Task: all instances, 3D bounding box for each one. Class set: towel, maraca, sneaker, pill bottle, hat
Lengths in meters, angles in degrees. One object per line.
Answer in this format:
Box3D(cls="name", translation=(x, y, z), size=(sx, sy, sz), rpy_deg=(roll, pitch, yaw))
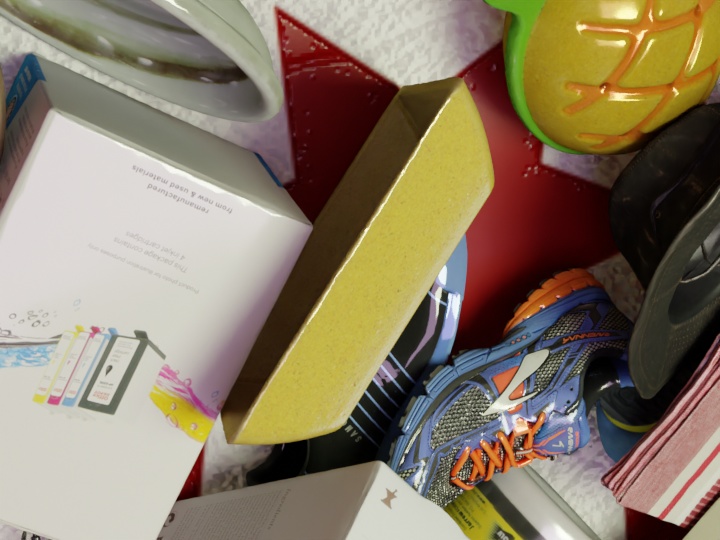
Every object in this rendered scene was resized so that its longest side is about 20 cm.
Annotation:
Box3D(cls="towel", translation=(0.237, 0.096, 1.068), size=(0.144, 0.023, 0.200), rpy_deg=(-52, 141, 11))
Box3D(cls="maraca", translation=(0.130, -0.138, 0.951), size=(0.137, 0.107, 0.200), rpy_deg=(-41, 140, -4))
Box3D(cls="sneaker", translation=(-0.003, 0.052, 1.013), size=(0.078, 0.070, 0.201), rpy_deg=(12, 105, -24))
Box3D(cls="pill bottle", translation=(0.048, 0.207, 1.054), size=(0.200, 0.112, 0.112), rpy_deg=(-45, 113, 3))
Box3D(cls="hat", translation=(0.181, -0.030, 0.975), size=(0.200, 0.081, 0.201), rpy_deg=(-41, 153, -25))
Box3D(cls="sneaker", translation=(0.228, 0.052, 1.087), size=(0.200, 0.066, 0.079), rpy_deg=(-33, 141, -10))
Box3D(cls="sneaker", translation=(0.088, 0.078, 1.000), size=(0.200, 0.078, 0.075), rpy_deg=(-42, 151, -23))

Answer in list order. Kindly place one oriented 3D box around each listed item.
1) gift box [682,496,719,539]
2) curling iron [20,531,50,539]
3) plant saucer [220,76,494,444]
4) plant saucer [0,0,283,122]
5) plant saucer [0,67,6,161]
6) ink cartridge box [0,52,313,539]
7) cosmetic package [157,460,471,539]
Box3D(cls="gift box", translation=(0.285, 0.233, 1.072), size=(0.187, 0.185, 0.200), rpy_deg=(-48, 136, 1))
Box3D(cls="curling iron", translation=(-0.123, 0.198, 1.050), size=(0.200, 0.026, 0.050), rpy_deg=(43, 56, -26))
Box3D(cls="plant saucer", translation=(0.000, 0.000, 0.912), size=(0.048, 0.200, 0.200), rpy_deg=(32, 90, -7))
Box3D(cls="plant saucer", translation=(-0.119, -0.140, 0.859), size=(0.200, 0.200, 0.050), rpy_deg=(29, 80, -21))
Box3D(cls="plant saucer", translation=(-0.268, -0.078, 0.851), size=(0.199, 0.029, 0.201), rpy_deg=(2, 101, 8))
Box3D(cls="ink cartridge box", translation=(-0.142, 0.018, 0.922), size=(0.144, 0.147, 0.201), rpy_deg=(23, 101, -21))
Box3D(cls="cosmetic package", translation=(-0.032, 0.171, 0.978), size=(0.102, 0.200, 0.074), rpy_deg=(42, 56, -22))
